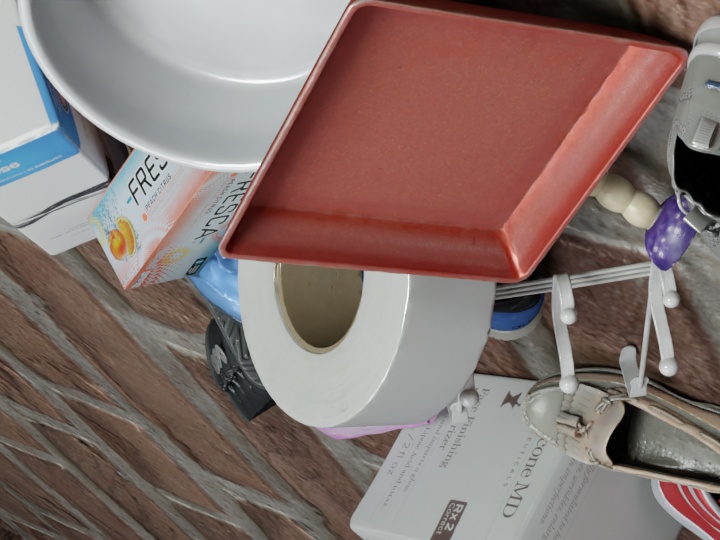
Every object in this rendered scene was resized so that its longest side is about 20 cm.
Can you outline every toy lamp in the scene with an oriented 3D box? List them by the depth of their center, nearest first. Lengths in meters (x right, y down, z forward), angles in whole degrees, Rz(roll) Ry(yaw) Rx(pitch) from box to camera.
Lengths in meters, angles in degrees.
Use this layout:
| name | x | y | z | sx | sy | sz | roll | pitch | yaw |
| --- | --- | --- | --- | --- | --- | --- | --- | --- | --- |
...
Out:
| name | x | y | z | sx | sy | sz | roll | pitch | yaw |
| --- | --- | --- | --- | --- | --- | --- | --- | --- | --- |
| toy lamp | 0.107 | -0.071 | 1.091 | 0.200 | 0.058 | 0.058 | 30 | 160 | -2 |

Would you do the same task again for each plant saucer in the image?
| name | x | y | z | sx | sy | sz | roll | pitch | yaw |
| --- | --- | --- | --- | --- | --- | --- | --- | --- | --- |
| plant saucer | 0.044 | -0.073 | 1.001 | 0.199 | 0.037 | 0.200 | 5 | 139 | -26 |

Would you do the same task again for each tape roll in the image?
| name | x | y | z | sx | sy | sz | roll | pitch | yaw |
| --- | --- | --- | --- | --- | --- | --- | --- | --- | --- |
| tape roll | 0.000 | 0.000 | 1.198 | 0.071 | 0.203 | 0.202 | 0 | 179 | -34 |

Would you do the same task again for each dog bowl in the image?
| name | x | y | z | sx | sy | sz | roll | pitch | yaw |
| --- | --- | --- | --- | --- | --- | --- | --- | --- | --- |
| dog bowl | -0.079 | -0.151 | 1.010 | 0.199 | 0.079 | 0.200 | 8 | 137 | 7 |

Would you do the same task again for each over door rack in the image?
| name | x | y | z | sx | sy | sz | roll | pitch | yaw |
| --- | --- | --- | --- | --- | --- | --- | --- | --- | --- |
| over door rack | 0.135 | 0.061 | 1.261 | 0.147 | 0.067 | 0.200 | -8 | 156 | -2 |

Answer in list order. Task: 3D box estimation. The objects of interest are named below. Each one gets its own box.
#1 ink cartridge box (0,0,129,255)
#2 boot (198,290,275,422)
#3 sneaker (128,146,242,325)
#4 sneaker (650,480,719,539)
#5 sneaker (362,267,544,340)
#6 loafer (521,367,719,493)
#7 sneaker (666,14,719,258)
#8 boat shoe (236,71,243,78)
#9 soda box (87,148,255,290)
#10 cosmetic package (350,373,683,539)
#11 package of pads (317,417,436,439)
| name | x | y | z | sx | sy | sz | roll | pitch | yaw |
| --- | --- | --- | --- | --- | --- | --- | --- | --- | --- |
| ink cartridge box | -0.229 | -0.111 | 1.266 | 0.200 | 0.084 | 0.145 | 55 | -167 | -72 |
| boot | -0.099 | 0.031 | 1.504 | 0.200 | 0.065 | 0.165 | 114 | 139 | -79 |
| sneaker | -0.106 | -0.048 | 1.327 | 0.200 | 0.066 | 0.078 | 61 | 161 | 1 |
| sneaker | 0.322 | 0.199 | 1.425 | 0.200 | 0.071 | 0.113 | 31 | 164 | 2 |
| sneaker | 0.033 | -0.017 | 1.289 | 0.199 | 0.077 | 0.111 | 23 | 163 | 12 |
| loafer | 0.206 | 0.120 | 1.375 | 0.199 | 0.072 | 0.063 | 12 | -162 | 27 |
| sneaker | 0.189 | -0.050 | 0.988 | 0.075 | 0.082 | 0.200 | 20 | 158 | 26 |
| boat shoe | -0.084 | -0.164 | 1.118 | 0.200 | 0.072 | 0.060 | 31 | -179 | -21 |
| soda box | -0.104 | -0.069 | 1.222 | 0.200 | 0.068 | 0.064 | -47 | 65 | 44 |
| cosmetic package | 0.136 | 0.198 | 1.545 | 0.165 | 0.165 | 0.200 | 43 | 156 | -31 |
| package of pads | -0.012 | 0.083 | 1.600 | 0.120 | 0.076 | 0.200 | 36 | 159 | -15 |
